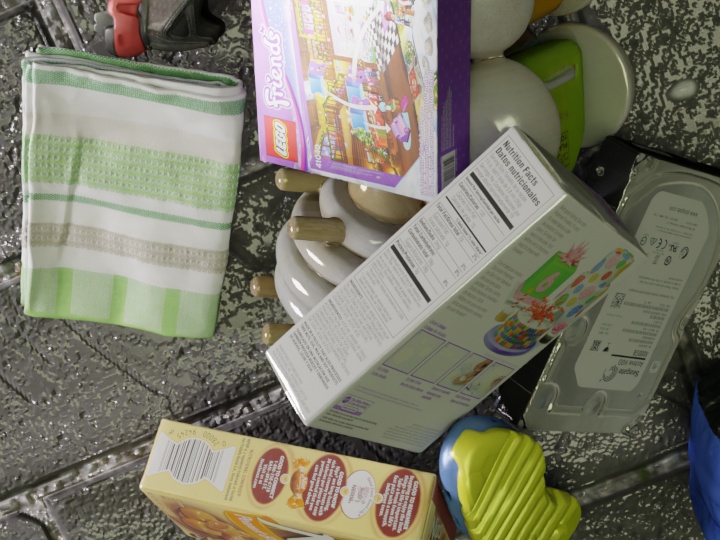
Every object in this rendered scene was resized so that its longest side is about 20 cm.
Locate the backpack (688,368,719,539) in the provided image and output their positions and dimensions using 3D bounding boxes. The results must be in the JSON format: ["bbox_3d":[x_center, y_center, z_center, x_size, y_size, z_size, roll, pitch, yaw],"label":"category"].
[{"bbox_3d":[0.331,0.152,0.907,0.197,0.163,0.170,0,110,-2],"label":"backpack"}]

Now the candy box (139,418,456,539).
[{"bbox_3d":[-0.039,0.163,0.896,0.198,0.116,0.056,10,66,16],"label":"candy box"}]

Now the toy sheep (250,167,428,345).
[{"bbox_3d":[0.000,0.000,0.875,0.136,0.139,0.201,14,130,-5],"label":"toy sheep"}]

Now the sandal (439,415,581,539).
[{"bbox_3d":[0.088,0.150,0.906,0.087,0.200,0.080,33,77,32],"label":"sandal"}]

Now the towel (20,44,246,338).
[{"bbox_3d":[-0.160,-0.045,0.886,0.147,0.031,0.202,9,119,-2],"label":"towel"}]

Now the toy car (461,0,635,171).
[{"bbox_3d":[0.077,-0.145,0.833,0.149,0.175,0.202,-1,110,36],"label":"toy car"}]

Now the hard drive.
[{"bbox_3d":[0.180,0.017,0.891,0.139,0.038,0.202,9,110,-43],"label":"hard drive"}]

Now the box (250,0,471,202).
[{"bbox_3d":[-0.002,-0.150,0.750,0.136,0.039,0.202,16,120,33],"label":"box"}]

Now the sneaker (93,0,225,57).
[{"bbox_3d":[-0.113,-0.234,0.834,0.097,0.071,0.203,7,108,-3],"label":"sneaker"}]

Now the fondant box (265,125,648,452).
[{"bbox_3d":[0.061,0.020,0.779,0.200,0.144,0.059,-41,60,15],"label":"fondant box"}]
